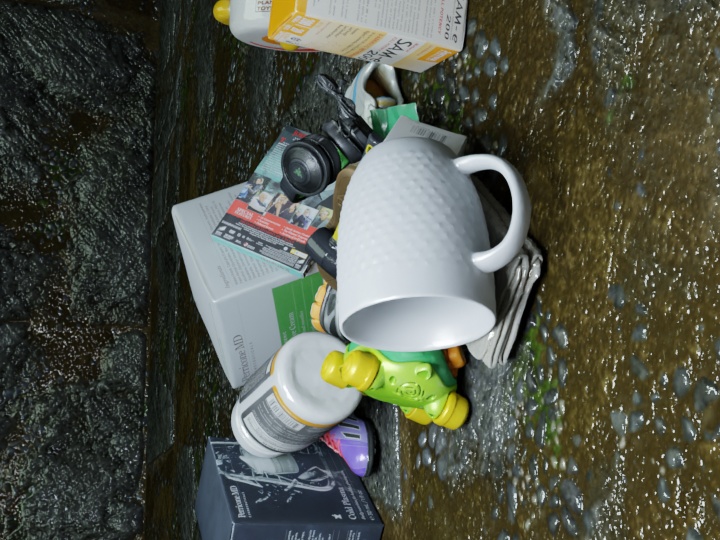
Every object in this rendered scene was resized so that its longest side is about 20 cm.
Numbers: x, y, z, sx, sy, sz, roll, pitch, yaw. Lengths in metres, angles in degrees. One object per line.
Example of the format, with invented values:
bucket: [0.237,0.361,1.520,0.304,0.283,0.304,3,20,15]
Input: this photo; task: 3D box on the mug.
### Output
mug: [0.070,-0.037,0.999,0.199,0.147,0.176,-20,61,35]

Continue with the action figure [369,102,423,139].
action figure: [0.051,-0.093,1.267,0.118,0.054,0.201,-171,79,-69]

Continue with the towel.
towel: [0.123,-0.003,1.074,0.200,0.034,0.133,-116,37,-57]

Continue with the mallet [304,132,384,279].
mallet: [-0.004,-0.064,1.181,0.066,0.041,0.200,47,138,14]

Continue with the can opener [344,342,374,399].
can opener: [0.007,0.133,1.331,0.200,0.078,0.064,18,95,61]

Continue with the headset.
headset: [-0.042,-0.151,1.235,0.094,0.123,0.200,50,157,3]

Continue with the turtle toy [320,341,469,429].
turtle toy: [0.039,0.099,1.160,0.102,0.145,0.200,-68,16,-11]

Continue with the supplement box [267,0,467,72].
supplement box: [0.007,-0.291,1.215,0.126,0.199,0.074,175,103,-71]

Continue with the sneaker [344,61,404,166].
sneaker: [0.018,-0.174,1.345,0.081,0.076,0.201,128,140,-57]

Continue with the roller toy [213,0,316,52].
roller toy: [-0.103,-0.394,1.567,0.182,0.199,0.141,-177,91,-65]

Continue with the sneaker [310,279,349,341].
sneaker: [0.000,0.000,1.381,0.077,0.078,0.201,31,114,41]

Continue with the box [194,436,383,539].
box: [-0.099,0.321,1.384,0.200,0.195,0.125,-127,45,-61]

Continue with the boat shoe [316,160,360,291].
boat shoe: [-0.001,-0.052,1.268,0.071,0.064,0.201,40,140,18]

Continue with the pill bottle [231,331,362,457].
pill bottle: [-0.085,0.162,1.329,0.200,0.116,0.117,136,135,-54]

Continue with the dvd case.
dvd case: [-0.087,-0.096,1.419,0.201,0.145,0.022,-60,-23,-22]

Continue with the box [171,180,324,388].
box: [-0.146,0.012,1.498,0.200,0.170,0.200,86,161,-48]

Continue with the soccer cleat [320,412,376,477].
soccer cleat: [-0.034,0.208,1.406,0.200,0.073,0.069,-123,43,-60]

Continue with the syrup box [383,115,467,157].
syrup box: [0.049,-0.056,1.164,0.082,0.078,0.201,-59,-14,-53]
